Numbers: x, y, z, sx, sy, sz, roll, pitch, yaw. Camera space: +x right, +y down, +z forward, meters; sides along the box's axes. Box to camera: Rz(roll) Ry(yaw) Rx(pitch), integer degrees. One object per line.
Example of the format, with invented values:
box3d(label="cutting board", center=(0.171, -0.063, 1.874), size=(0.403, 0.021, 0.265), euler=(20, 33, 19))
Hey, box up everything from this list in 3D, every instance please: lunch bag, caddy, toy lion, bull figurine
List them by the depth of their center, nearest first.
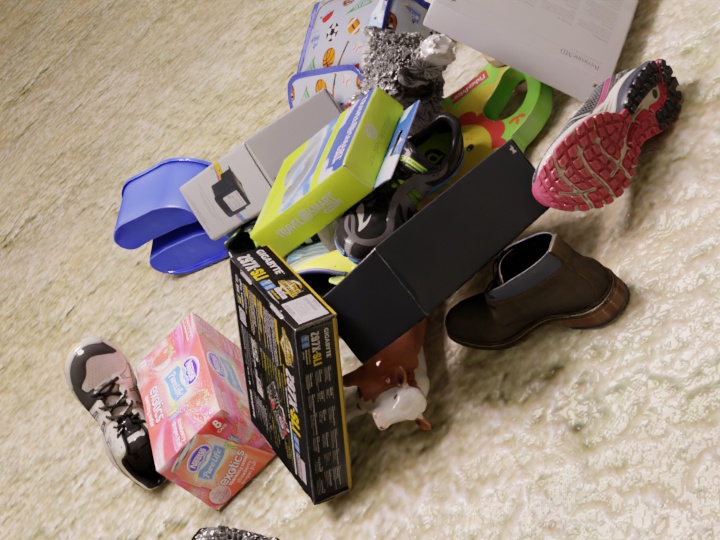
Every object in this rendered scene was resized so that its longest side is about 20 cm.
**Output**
box3d(label="bull figurine", center=(0.021, 0.089, 1.193), size=(0.120, 0.065, 0.201), euler=(-20, 37, 27))
box3d(label="toy lion", center=(0.126, -0.141, 1.317), size=(0.199, 0.068, 0.193), euler=(-37, 41, 21))
box3d(label="lunch bag", center=(-0.001, -0.242, 1.521), size=(0.169, 0.123, 0.203), euler=(3, 75, 52))
box3d(label="caddy", center=(-0.240, -0.081, 1.634), size=(0.198, 0.141, 0.106), euler=(-19, 48, 39))

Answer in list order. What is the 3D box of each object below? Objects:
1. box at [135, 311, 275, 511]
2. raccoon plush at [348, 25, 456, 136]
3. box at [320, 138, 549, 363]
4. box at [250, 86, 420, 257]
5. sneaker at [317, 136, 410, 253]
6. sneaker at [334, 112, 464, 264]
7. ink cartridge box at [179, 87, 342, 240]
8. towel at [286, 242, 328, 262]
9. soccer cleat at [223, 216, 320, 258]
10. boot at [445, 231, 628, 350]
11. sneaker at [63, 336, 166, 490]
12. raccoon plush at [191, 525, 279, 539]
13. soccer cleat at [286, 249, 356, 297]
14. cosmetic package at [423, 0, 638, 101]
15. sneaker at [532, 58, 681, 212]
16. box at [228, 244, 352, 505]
box3d(label="box", center=(-0.174, 0.152, 1.352), size=(0.103, 0.095, 0.201), euler=(-43, 32, 10))
box3d(label="raccoon plush", center=(0.062, -0.233, 1.300), size=(0.199, 0.096, 0.136), euler=(-31, 47, 52))
box3d(label="box", center=(0.071, -0.017, 1.123), size=(0.199, 0.079, 0.141), euler=(-39, -5, -32))
box3d(label="box", center=(-0.029, -0.103, 1.253), size=(0.199, 0.047, 0.123), euler=(-33, 28, 46))
box3d(label="sneaker", center=(0.007, -0.102, 1.372), size=(0.075, 0.089, 0.201), euler=(-16, 33, 42))
box3d(label="sneaker", center=(0.039, -0.087, 1.225), size=(0.070, 0.083, 0.200), euler=(31, 63, 18))
box3d(label="ink cartridge box", center=(-0.113, -0.129, 1.491), size=(0.145, 0.083, 0.199), euler=(-38, 8, -32))
box3d(label="towel", center=(-0.026, 0.014, 1.378), size=(0.199, 0.022, 0.148), euler=(-18, 45, 41))
box3d(label="soccer cleat", center=(-0.087, -0.054, 1.455), size=(0.081, 0.068, 0.199), euler=(-24, -2, -44))
box3d(label="boot", center=(0.135, 0.013, 1.103), size=(0.199, 0.097, 0.075), euler=(-17, 45, 42))
box3d(label="sneaker", center=(-0.267, 0.163, 1.382), size=(0.075, 0.202, 0.087), euler=(-35, 35, -20))
box3d(label="raccoon plush", center=(-0.102, 0.309, 1.099), size=(0.198, 0.096, 0.136), euler=(-14, 55, 42))
box3d(label="soccer cleat", center=(0.000, 0.001, 1.256), size=(0.198, 0.065, 0.084), euler=(-19, 17, 5))
box3d(label="cosmetic package", center=(0.182, -0.281, 1.257), size=(0.052, 0.198, 0.152), euler=(120, 175, -63))
box3d(label="sneaker", center=(0.223, -0.120, 1.135), size=(0.200, 0.081, 0.074), euler=(-42, 19, -31))
box3d(label="box", center=(-0.068, 0.099, 1.177), size=(0.049, 0.202, 0.160), euler=(-18, 32, -23))
